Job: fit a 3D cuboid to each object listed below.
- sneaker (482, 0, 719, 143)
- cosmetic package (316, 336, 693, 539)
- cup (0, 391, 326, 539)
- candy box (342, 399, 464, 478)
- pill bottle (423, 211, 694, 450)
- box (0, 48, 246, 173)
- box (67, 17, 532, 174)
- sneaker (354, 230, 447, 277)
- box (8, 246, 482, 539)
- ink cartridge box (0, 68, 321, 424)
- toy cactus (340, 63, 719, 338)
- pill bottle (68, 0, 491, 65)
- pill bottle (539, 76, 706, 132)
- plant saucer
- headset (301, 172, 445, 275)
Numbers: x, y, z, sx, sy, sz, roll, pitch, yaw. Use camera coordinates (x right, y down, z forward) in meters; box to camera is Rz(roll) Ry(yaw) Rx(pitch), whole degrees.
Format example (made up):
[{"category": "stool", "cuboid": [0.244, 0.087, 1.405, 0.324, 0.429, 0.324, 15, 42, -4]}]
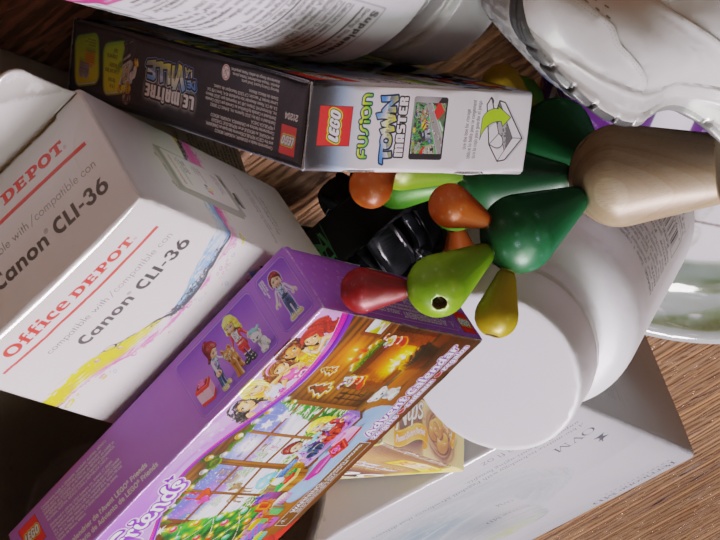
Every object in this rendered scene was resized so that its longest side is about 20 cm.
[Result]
[{"category": "sneaker", "cuboid": [0.129, -0.105, 0.852, 0.199, 0.075, 0.087, 6, 123, -44]}, {"category": "cosmetic package", "cuboid": [0.081, 0.100, 1.368, 0.199, 0.124, 0.200, -30, 154, 21]}, {"category": "cup", "cuboid": [-0.130, 0.125, 1.136, 0.199, 0.202, 0.143, -11, 162, -18]}, {"category": "candy box", "cuboid": [-0.049, 0.095, 1.255, 0.199, 0.056, 0.115, -6, 165, 27]}, {"category": "pill bottle", "cuboid": [0.101, 0.007, 1.096, 0.114, 0.114, 0.200, -38, -173, 34]}, {"category": "box", "cuboid": [-0.135, -0.040, 0.975, 0.068, 0.083, 0.199, -34, 150, 27]}, {"category": "box", "cuboid": [-0.031, -0.076, 0.881, 0.109, 0.035, 0.199, -1, -167, -36]}, {"category": "sneaker", "cuboid": [-0.007, 0.027, 1.207, 0.199, 0.076, 0.077, 0, 144, -34]}, {"category": "box", "cuboid": [-0.052, 0.078, 0.966, 0.200, 0.039, 0.136, -46, 151, 20]}, {"category": "ink cartridge box", "cuboid": [-0.113, -0.002, 0.893, 0.116, 0.068, 0.200, -43, 149, 15]}, {"category": "toy cactus", "cuboid": [0.081, -0.031, 0.933, 0.164, 0.103, 0.200, -3, -161, 20]}, {"category": "pill bottle", "cuboid": [-0.035, -0.143, 0.800, 0.199, 0.114, 0.113, 8, 143, -47]}, {"category": "pill bottle", "cuboid": [0.154, -0.123, 0.985, 0.111, 0.112, 0.200, -13, 154, -14]}, {"category": "plant saucer", "cuboid": [0.203, -0.023, 1.246, 0.198, 0.051, 0.201, 9, 152, 5]}, {"category": "headset", "cuboid": [0.000, 0.000, 1.102, 0.123, 0.094, 0.200, -44, 177, 20]}]
